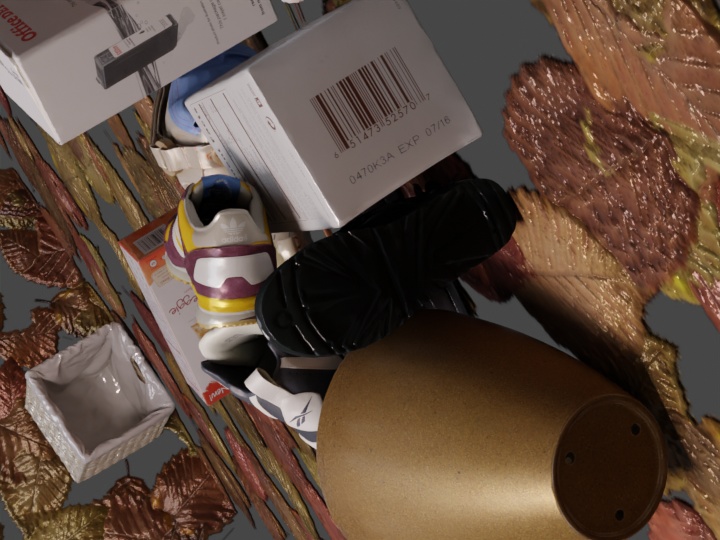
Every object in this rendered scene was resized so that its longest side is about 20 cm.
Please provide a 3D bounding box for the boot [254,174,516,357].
[{"bbox_3d":[-0.001,-0.001,1.218,0.073,0.198,0.162,63,159,-6],"label":"boot"}]

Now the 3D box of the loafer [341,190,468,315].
[{"bbox_3d":[0.016,-0.010,1.393,0.200,0.063,0.072,60,166,-5],"label":"loafer"}]

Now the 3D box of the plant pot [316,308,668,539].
[{"bbox_3d":[0.100,0.119,1.198,0.200,0.186,0.186,-1,120,59],"label":"plant pot"}]

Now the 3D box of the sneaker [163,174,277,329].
[{"bbox_3d":[-0.095,-0.030,1.271,0.200,0.075,0.090,-133,39,-66],"label":"sneaker"}]

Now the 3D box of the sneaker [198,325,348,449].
[{"bbox_3d":[-0.058,0.042,1.317,0.130,0.079,0.199,29,-149,-28],"label":"sneaker"}]

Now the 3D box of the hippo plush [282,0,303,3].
[{"bbox_3d":[-0.059,-0.248,1.074,0.161,0.159,0.200,26,177,5],"label":"hippo plush"}]

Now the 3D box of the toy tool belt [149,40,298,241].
[{"bbox_3d":[-0.101,-0.118,1.431,0.200,0.125,0.123,-104,17,-55],"label":"toy tool belt"}]

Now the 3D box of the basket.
[{"bbox_3d":[-0.464,0.235,3.237,0.198,0.200,0.161,54,156,12],"label":"basket"}]

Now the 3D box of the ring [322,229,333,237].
[{"bbox_3d":[-0.002,0.003,1.499,0.201,0.019,0.200,63,179,1],"label":"ring"}]

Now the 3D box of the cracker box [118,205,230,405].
[{"bbox_3d":[-0.144,0.023,1.867,0.058,0.134,0.200,40,157,50],"label":"cracker box"}]

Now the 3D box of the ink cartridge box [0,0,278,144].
[{"bbox_3d":[-0.188,-0.197,1.414,0.144,0.200,0.084,39,156,54],"label":"ink cartridge box"}]

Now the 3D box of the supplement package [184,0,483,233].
[{"bbox_3d":[-0.023,-0.103,1.219,0.117,0.117,0.200,58,167,-9],"label":"supplement package"}]

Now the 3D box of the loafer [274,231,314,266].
[{"bbox_3d":[-0.081,-0.047,1.521,0.200,0.068,0.076,-100,-12,-67],"label":"loafer"}]
